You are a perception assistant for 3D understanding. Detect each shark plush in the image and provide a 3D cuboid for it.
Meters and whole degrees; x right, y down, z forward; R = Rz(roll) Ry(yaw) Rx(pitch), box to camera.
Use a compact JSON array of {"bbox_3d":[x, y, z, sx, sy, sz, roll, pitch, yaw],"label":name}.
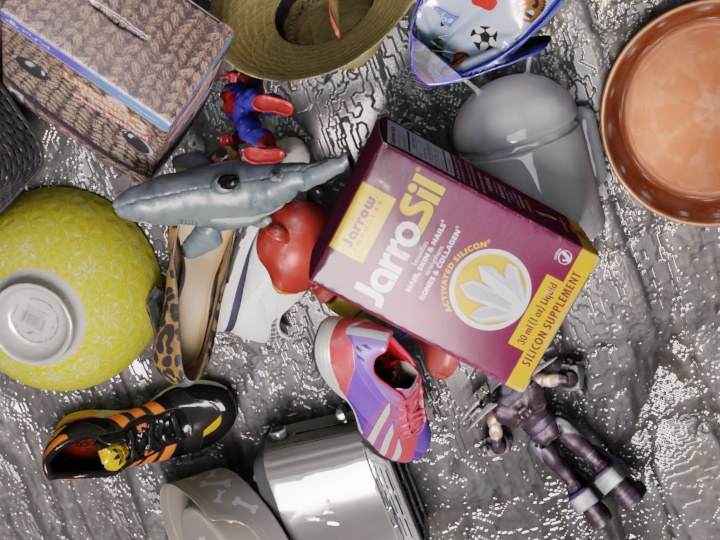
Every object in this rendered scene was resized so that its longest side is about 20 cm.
[{"bbox_3d":[-0.101,-0.059,1.138,0.197,0.083,0.092,3,83,20],"label":"shark plush"}]

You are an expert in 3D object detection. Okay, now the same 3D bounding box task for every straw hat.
[{"bbox_3d":[-0.023,-0.218,1.185,0.198,0.203,0.085,-17,147,11],"label":"straw hat"}]

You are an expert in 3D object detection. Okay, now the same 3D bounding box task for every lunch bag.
[{"bbox_3d":[0.120,-0.240,1.126,0.123,0.170,0.200,40,106,-3],"label":"lunch bag"}]

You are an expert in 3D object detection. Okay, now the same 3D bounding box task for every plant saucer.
[{"bbox_3d":[0.310,-0.140,1.210,0.197,0.032,0.203,2,109,5],"label":"plant saucer"}]

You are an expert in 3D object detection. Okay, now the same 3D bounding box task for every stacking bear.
[{"bbox_3d":[0.000,0.000,1.216,0.198,0.122,0.115,21,104,-18],"label":"stacking bear"}]

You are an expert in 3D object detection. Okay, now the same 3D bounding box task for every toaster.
[{"bbox_3d":[-0.013,0.230,1.321,0.128,0.114,0.202,-19,103,9],"label":"toaster"}]

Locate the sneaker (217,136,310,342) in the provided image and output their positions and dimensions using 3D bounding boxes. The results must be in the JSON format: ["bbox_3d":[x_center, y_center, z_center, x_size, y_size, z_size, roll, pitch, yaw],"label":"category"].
[{"bbox_3d":[-0.076,-0.027,1.274,0.079,0.077,0.202,15,113,-12],"label":"sneaker"}]

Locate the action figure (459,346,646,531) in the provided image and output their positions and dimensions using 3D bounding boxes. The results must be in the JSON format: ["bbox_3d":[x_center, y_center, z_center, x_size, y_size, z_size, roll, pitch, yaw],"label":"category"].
[{"bbox_3d":[0.179,0.155,1.303,0.130,0.069,0.200,-39,97,23],"label":"action figure"}]

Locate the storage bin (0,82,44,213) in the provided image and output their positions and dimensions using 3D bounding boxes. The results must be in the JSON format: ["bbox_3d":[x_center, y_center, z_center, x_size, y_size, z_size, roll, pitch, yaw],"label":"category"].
[{"bbox_3d":[-0.392,-0.091,1.225,0.199,0.094,0.136,-37,89,37],"label":"storage bin"}]

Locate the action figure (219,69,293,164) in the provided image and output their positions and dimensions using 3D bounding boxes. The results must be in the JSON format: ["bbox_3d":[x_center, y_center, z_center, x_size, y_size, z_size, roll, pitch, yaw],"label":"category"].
[{"bbox_3d":[-0.097,-0.136,1.168,0.051,0.200,0.066,4,103,-12],"label":"action figure"}]

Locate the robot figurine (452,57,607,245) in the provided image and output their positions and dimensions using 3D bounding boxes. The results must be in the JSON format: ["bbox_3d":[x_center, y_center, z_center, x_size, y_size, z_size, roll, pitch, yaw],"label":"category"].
[{"bbox_3d":[0.147,-0.084,1.202,0.168,0.112,0.203,-28,108,-29],"label":"robot figurine"}]

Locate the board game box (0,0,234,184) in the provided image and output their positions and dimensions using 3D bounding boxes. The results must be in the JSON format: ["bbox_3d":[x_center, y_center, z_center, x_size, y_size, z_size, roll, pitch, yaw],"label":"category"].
[{"bbox_3d":[-0.210,-0.175,1.155,0.158,0.200,0.098,34,73,-5],"label":"board game box"}]

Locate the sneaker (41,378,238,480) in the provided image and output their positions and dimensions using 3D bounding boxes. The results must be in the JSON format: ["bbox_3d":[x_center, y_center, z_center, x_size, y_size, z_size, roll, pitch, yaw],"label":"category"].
[{"bbox_3d":[-0.215,0.166,1.332,0.197,0.090,0.071,-14,106,10],"label":"sneaker"}]

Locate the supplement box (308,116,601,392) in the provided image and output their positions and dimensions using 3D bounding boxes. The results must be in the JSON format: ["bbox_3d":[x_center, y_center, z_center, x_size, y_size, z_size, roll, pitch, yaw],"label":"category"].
[{"bbox_3d":[0.074,-0.014,1.109,0.198,0.103,0.132,26,105,-7],"label":"supplement box"}]

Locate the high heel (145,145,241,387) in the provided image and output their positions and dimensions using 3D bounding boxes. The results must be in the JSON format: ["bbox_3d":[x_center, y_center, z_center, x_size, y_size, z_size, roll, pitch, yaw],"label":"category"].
[{"bbox_3d":[-0.134,-0.002,1.208,0.071,0.143,0.202,13,115,-26],"label":"high heel"}]

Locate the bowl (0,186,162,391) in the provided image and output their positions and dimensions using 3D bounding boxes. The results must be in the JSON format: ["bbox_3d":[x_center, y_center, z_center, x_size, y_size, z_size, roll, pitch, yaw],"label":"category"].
[{"bbox_3d":[-0.293,0.032,1.288,0.197,0.108,0.203,2,108,6],"label":"bowl"}]

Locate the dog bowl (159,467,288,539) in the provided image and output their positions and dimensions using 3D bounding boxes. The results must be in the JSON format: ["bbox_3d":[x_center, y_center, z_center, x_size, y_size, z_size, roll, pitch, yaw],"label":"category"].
[{"bbox_3d":[-0.117,0.280,1.318,0.058,0.199,0.202,-28,107,-27],"label":"dog bowl"}]

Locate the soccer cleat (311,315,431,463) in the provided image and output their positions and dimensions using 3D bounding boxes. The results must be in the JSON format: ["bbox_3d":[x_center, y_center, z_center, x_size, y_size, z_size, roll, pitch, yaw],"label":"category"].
[{"bbox_3d":[0.028,0.111,1.202,0.072,0.069,0.201,2,144,31],"label":"soccer cleat"}]
